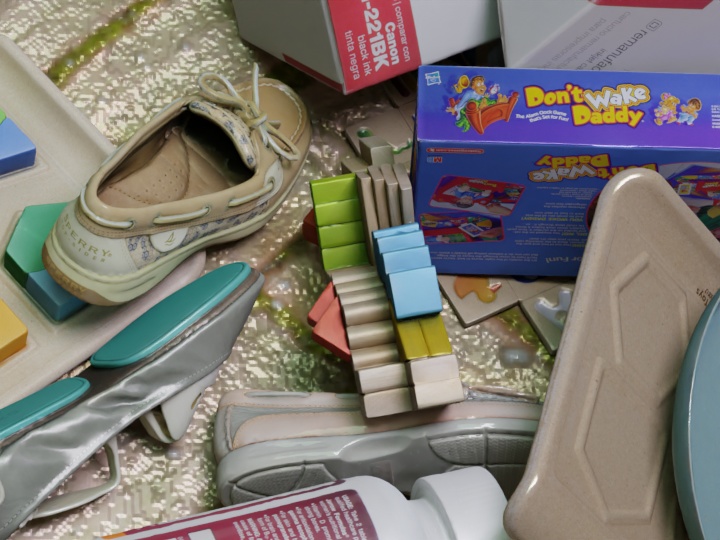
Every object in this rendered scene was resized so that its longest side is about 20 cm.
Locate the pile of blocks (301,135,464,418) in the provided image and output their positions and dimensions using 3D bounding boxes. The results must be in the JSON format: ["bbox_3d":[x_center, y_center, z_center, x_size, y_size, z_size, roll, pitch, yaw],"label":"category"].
[{"bbox_3d":[0.000,0.000,1.345,0.062,0.082,0.200,-10,36,-6],"label":"pile of blocks"}]

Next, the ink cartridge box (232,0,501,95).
[{"bbox_3d":[0.042,-0.177,1.446,0.200,0.084,0.144,-22,25,-18],"label":"ink cartridge box"}]

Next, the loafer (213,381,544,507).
[{"bbox_3d":[0.025,0.078,1.349,0.199,0.072,0.063,-4,54,-7],"label":"loafer"}]

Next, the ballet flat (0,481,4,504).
[{"bbox_3d":[-0.193,0.124,1.250,0.064,0.076,0.201,-10,95,-13],"label":"ballet flat"}]

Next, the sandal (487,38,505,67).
[{"bbox_3d":[0.143,-0.093,1.447,0.200,0.048,0.076,5,55,-36],"label":"sandal"}]

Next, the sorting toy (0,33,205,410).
[{"bbox_3d":[-0.208,-0.016,1.385,0.200,0.037,0.185,-37,72,-24],"label":"sorting toy"}]

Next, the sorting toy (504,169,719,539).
[{"bbox_3d":[0.145,0.081,1.317,0.036,0.185,0.200,-7,51,41],"label":"sorting toy"}]

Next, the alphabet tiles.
[{"bbox_3d":[0.095,-0.053,1.467,0.166,0.006,0.200,-23,66,-20],"label":"alphabet tiles"}]

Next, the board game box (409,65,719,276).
[{"bbox_3d":[0.125,-0.047,1.376,0.199,0.135,0.045,2,61,-1],"label":"board game box"}]

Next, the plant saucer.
[{"bbox_3d":[0.209,0.090,1.328,0.200,0.027,0.201,10,76,-47],"label":"plant saucer"}]

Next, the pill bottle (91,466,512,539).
[{"bbox_3d":[-0.027,0.158,1.269,0.199,0.110,0.110,-12,63,-14],"label":"pill bottle"}]

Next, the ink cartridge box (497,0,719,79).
[{"bbox_3d":[0.189,-0.133,1.363,0.200,0.145,0.084,20,49,-32],"label":"ink cartridge box"}]

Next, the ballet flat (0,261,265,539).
[{"bbox_3d":[-0.122,0.069,1.341,0.200,0.067,0.064,-33,107,-22],"label":"ballet flat"}]

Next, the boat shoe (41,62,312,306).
[{"bbox_3d":[-0.082,-0.051,1.384,0.073,0.063,0.200,36,43,9],"label":"boat shoe"}]
